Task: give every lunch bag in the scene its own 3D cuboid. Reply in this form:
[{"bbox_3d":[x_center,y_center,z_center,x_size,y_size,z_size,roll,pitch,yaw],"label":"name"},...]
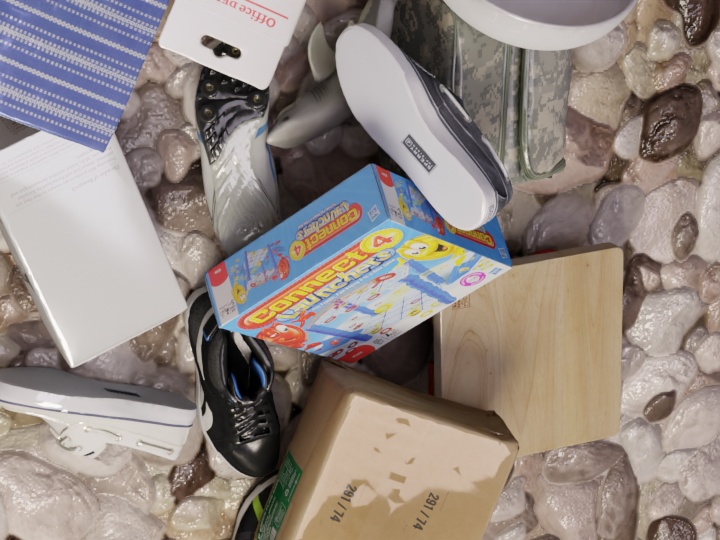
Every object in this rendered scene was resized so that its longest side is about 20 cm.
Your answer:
[{"bbox_3d":[0.117,-0.175,1.594,0.166,0.139,0.203,-10,111,-30],"label":"lunch bag"}]

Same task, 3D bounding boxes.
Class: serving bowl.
[{"bbox_3d":[0.137,-0.257,1.488,0.198,0.202,0.066,-3,145,-22],"label":"serving bowl"}]

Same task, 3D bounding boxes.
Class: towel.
[{"bbox_3d":[-0.225,-0.207,1.372,0.144,0.024,0.202,19,99,-32],"label":"towel"}]

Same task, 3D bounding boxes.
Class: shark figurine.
[{"bbox_3d":[0.012,-0.192,1.538,0.128,0.089,0.216,6,114,-54],"label":"shark figurine"}]

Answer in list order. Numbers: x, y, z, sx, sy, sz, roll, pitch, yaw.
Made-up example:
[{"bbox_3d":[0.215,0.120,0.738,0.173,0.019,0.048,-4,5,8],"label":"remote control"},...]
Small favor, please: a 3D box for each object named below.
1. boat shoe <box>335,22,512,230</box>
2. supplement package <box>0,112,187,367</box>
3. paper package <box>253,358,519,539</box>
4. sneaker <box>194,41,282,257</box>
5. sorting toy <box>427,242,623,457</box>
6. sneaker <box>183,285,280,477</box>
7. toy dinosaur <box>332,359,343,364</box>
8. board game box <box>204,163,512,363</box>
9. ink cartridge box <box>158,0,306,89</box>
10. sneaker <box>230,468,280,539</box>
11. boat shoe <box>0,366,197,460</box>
[{"bbox_3d":[0.057,-0.129,1.484,0.201,0.072,0.068,51,43,6],"label":"boat shoe"},{"bbox_3d":[-0.246,-0.043,1.493,0.116,0.117,0.202,-27,116,-13],"label":"supplement package"},{"bbox_3d":[0.021,0.208,1.629,0.189,0.103,0.202,19,98,-18],"label":"paper package"},{"bbox_3d":[-0.110,-0.105,1.565,0.071,0.072,0.203,-6,97,-8],"label":"sneaker"},{"bbox_3d":[0.156,0.076,1.732,0.196,0.070,0.202,-9,111,-20],"label":"sorting toy"},{"bbox_3d":[-0.110,0.122,1.611,0.072,0.112,0.202,-21,115,-13],"label":"sneaker"},{"bbox_3d":[0.006,0.180,1.712,0.105,0.060,0.202,3,107,-22],"label":"toy dinosaur"},{"bbox_3d":[0.000,0.000,1.552,0.199,0.056,0.195,-32,151,28],"label":"board game box"},{"bbox_3d":[-0.098,-0.270,1.498,0.116,0.067,0.202,21,96,-27],"label":"ink cartridge box"},{"bbox_3d":[-0.096,0.291,1.694,0.071,0.083,0.201,25,97,-28],"label":"sneaker"},{"bbox_3d":[-0.246,0.137,1.587,0.198,0.071,0.071,12,101,-33],"label":"boat shoe"}]
